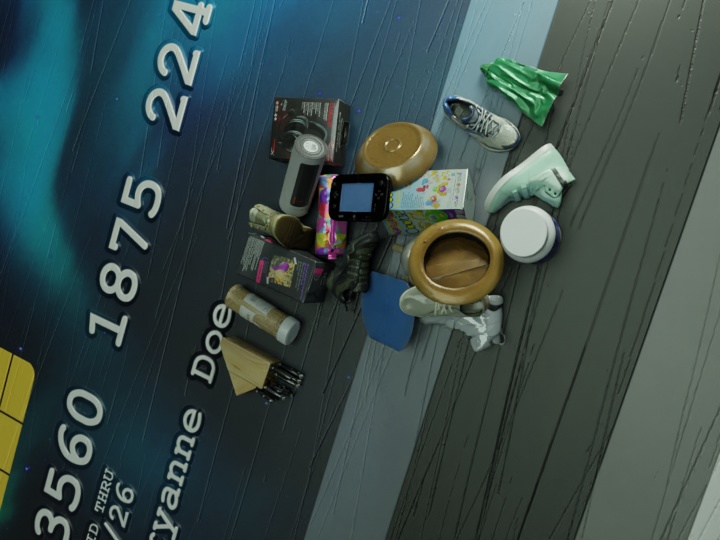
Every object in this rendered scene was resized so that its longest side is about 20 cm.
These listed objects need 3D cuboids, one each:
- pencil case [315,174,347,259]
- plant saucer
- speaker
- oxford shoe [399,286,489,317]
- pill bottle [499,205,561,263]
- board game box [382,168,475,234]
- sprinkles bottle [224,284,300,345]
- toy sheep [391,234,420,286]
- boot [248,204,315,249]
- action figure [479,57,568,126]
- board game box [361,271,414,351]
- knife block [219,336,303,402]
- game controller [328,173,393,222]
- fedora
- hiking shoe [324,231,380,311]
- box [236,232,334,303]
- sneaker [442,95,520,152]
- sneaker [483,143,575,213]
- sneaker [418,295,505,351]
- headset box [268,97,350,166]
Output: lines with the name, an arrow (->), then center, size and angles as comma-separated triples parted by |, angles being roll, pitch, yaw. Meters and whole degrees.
pencil case -> -0.066, -0.128, 1.757 | 0.086, 0.088, 0.205 | 1, 90, 21
plant saucer -> 0.076, -0.274, 1.669 | 0.196, 0.036, 0.203 | -11, 51, 13
speaker -> -0.138, -0.221, 1.735 | 0.081, 0.081, 0.201 | 44, 142, 16
oxford shoe -> 0.180, 0.068, 1.575 | 0.195, 0.058, 0.077 | 1, 106, 5
pill bottle -> 0.353, -0.073, 1.528 | 0.113, 0.199, 0.119 | 0, 90, 20
board game box -> 0.149, -0.151, 1.645 | 0.196, 0.103, 0.107 | 1, 61, 21
sprinkles bottle -> -0.245, 0.109, 1.834 | 0.198, 0.068, 0.069 | 30, 100, 20
toy sheep -> 0.154, -0.014, 1.647 | 0.197, 0.137, 0.141 | 20, 97, 21
boot -> -0.208, -0.112, 1.752 | 0.152, 0.199, 0.073 | 25, 92, 21
action figure -> 0.346, -0.412, 1.613 | 0.198, 0.054, 0.120 | 34, 103, 25
board game box -> 0.074, 0.092, 1.700 | 0.198, 0.038, 0.162 | 18, 108, 53
knife block -> -0.242, 0.236, 1.834 | 0.173, 0.064, 0.204 | -24, 80, 19
game controller -> -0.003, -0.162, 1.638 | 0.198, 0.042, 0.107 | 6, 81, 49
fedora -> 0.199, -0.008, 1.529 | 0.196, 0.082, 0.205 | -3, 70, 8
hiking shoe -> 0.000, 0.000, 1.718 | 0.101, 0.075, 0.201 | 53, 127, 25
box -> -0.180, -0.006, 1.780 | 0.197, 0.122, 0.108 | 23, 97, 20
sneaker -> 0.261, -0.327, 1.629 | 0.198, 0.085, 0.078 | 31, 100, 18
sneaker -> 0.367, -0.166, 1.588 | 0.200, 0.073, 0.119 | -40, 70, 14
sneaker -> 0.229, 0.126, 1.641 | 0.196, 0.075, 0.118 | -11, 83, 18
headset box -> -0.115, -0.336, 1.783 | 0.196, 0.077, 0.153 | 8, 92, 23
